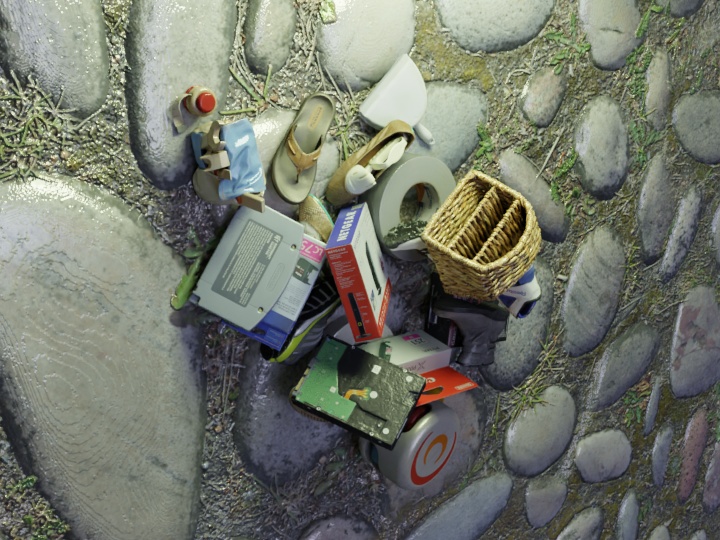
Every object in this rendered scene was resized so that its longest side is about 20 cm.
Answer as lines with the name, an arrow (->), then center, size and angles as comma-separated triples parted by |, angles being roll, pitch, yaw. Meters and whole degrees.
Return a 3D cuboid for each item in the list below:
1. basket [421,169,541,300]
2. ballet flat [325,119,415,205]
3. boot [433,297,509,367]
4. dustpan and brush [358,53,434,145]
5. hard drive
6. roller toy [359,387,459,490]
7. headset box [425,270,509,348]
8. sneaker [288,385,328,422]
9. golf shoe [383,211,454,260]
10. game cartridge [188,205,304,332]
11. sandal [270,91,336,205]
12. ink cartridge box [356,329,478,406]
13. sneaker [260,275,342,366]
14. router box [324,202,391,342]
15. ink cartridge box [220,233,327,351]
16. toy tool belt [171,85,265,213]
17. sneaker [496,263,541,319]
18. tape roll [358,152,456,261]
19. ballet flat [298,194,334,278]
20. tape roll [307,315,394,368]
basket -> 0.227, -0.064, 1.629 | 0.200, 0.143, 0.149 | -49, 131, -31
ballet flat -> 0.023, -0.188, 1.619 | 0.200, 0.072, 0.068 | -42, 122, -6
boot -> 0.212, 0.129, 1.801 | 0.200, 0.070, 0.132 | 10, 101, -36
dustpan and brush -> 0.088, -0.292, 1.691 | 0.200, 0.057, 0.140 | 41, 88, -33
hard drive -> -0.003, 0.211, 1.587 | 0.140, 0.200, 0.038 | -60, 163, -26
roller toy -> 0.094, 0.324, 1.801 | 0.182, 0.140, 0.200 | 15, 101, -54
headset box -> 0.219, 0.075, 1.883 | 0.200, 0.075, 0.149 | -4, 105, -39
sneaker -> -0.036, 0.230, 1.683 | 0.200, 0.112, 0.071 | 7, 102, -10
golf shoe -> 0.129, -0.051, 1.685 | 0.200, 0.078, 0.095 | -17, 113, -34
game cartridge -> -0.180, -0.007, 1.508 | 0.133, 0.042, 0.200 | 29, 83, -7
sandal -> -0.091, -0.210, 1.540 | 0.082, 0.055, 0.200 | 26, 84, -16
ink cartridge box -> 0.095, 0.181, 1.695 | 0.200, 0.173, 0.044 | -11, 118, -38
sneaker -> -0.090, 0.091, 1.626 | 0.200, 0.074, 0.081 | -45, 143, 5
router box -> 0.000, 0.000, 1.595 | 0.200, 0.049, 0.180 | -74, 149, -64
ink cartridge box -> -0.145, 0.024, 1.548 | 0.119, 0.042, 0.200 | 26, 87, -1
toy tool belt -> -0.205, -0.189, 1.422 | 0.125, 0.123, 0.200 | -30, 119, -30
sneaker -> 0.272, 0.037, 1.736 | 0.081, 0.199, 0.115 | -38, 111, -24
tape roll -> 0.092, -0.121, 1.727 | 0.200, 0.066, 0.201 | -12, 110, -38
ballet flat -> -0.070, -0.042, 1.612 | 0.065, 0.070, 0.200 | -46, 126, -26
tape roll -> -0.014, 0.183, 1.746 | 0.203, 0.037, 0.203 | -12, 110, -38
